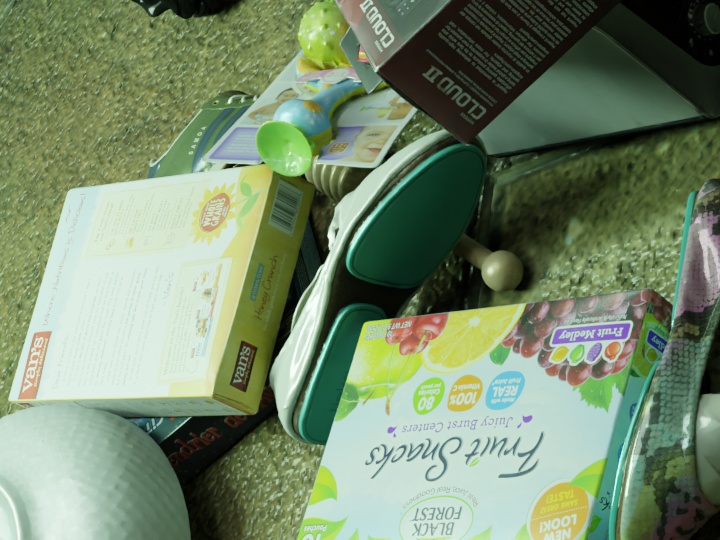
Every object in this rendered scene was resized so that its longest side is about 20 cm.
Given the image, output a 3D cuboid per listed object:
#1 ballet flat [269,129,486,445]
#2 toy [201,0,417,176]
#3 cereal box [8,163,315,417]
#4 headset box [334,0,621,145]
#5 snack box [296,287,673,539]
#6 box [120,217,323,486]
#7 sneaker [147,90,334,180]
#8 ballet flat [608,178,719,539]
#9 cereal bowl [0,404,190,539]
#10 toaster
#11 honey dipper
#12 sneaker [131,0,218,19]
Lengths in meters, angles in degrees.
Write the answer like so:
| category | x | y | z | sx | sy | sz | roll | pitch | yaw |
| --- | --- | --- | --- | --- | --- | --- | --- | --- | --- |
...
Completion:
| category | x | y | z | sx | sy | sz | roll | pitch | yaw |
| --- | --- | --- | --- | --- | --- | --- | --- | --- | --- |
| ballet flat | 0.000 | 0.000 | 1.275 | 0.200 | 0.069 | 0.069 | -64 | 32 | 17 |
| toy | -0.002 | -0.129 | 1.344 | 0.115 | 0.047 | 0.200 | 3 | 40 | 30 |
| cereal box | -0.120 | 0.015 | 1.383 | 0.200 | 0.040 | 0.144 | -4 | 66 | 47 |
| headset box | 0.064 | -0.171 | 1.155 | 0.200 | 0.077 | 0.149 | -44 | 38 | 14 |
| snack box | 0.066 | 0.090 | 1.166 | 0.200 | 0.053 | 0.142 | -9 | 57 | 46 |
| box | -0.103 | 0.052 | 1.408 | 0.200 | 0.038 | 0.137 | -40 | 39 | 20 |
| sneaker | -0.067 | -0.086 | 1.452 | 0.200 | 0.067 | 0.090 | -39 | 43 | 27 |
| ballet flat | 0.169 | 0.046 | 1.078 | 0.071 | 0.069 | 0.200 | 4 | 63 | 29 |
| cereal bowl | -0.194 | 0.171 | 1.337 | 0.200 | 0.083 | 0.200 | -15 | 68 | 40 |
| toaster | 0.113 | -0.167 | 1.265 | 0.200 | 0.119 | 0.181 | -8 | 55 | 47 |
| honey dipper | 0.032 | -0.030 | 1.325 | 0.038 | 0.038 | 0.200 | -55 | 39 | 0 |
| sneaker | -0.095 | -0.227 | 1.593 | 0.200 | 0.077 | 0.111 | -8 | 50 | 52 |
